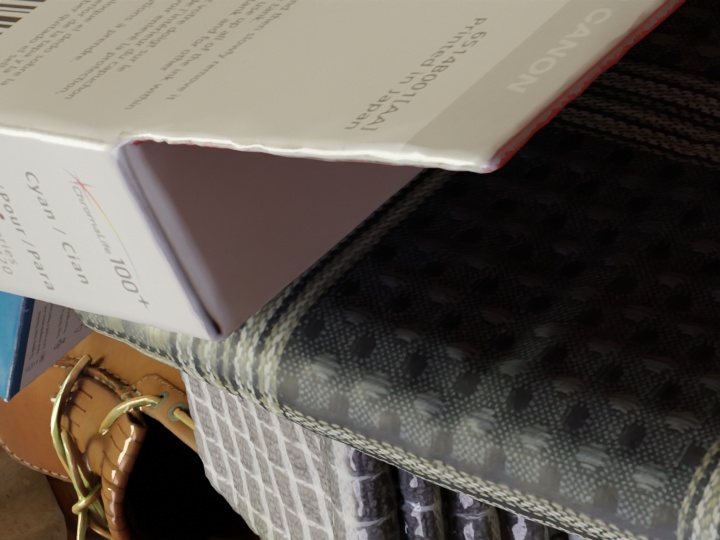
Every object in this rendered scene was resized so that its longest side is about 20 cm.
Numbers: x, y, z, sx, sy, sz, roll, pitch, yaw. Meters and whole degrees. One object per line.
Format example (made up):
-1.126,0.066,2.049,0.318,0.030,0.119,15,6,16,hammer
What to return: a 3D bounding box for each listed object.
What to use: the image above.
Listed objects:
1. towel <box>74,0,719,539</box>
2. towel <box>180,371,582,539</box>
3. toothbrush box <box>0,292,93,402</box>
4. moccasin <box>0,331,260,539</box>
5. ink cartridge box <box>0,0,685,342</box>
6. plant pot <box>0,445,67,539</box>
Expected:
0.079,-0.015,0.525,0.192,0.200,0.035,18,134,34,towel
0.000,0.000,0.711,0.166,0.086,0.200,35,139,59,towel
-0.138,-0.083,0.877,0.200,0.085,0.146,43,150,14,toothbrush box
-0.058,0.066,0.950,0.201,0.078,0.074,19,139,43,moccasin
0.033,-0.063,0.501,0.176,0.200,0.045,10,133,50,ink cartridge box
-0.218,0.112,1.139,0.183,0.200,0.201,-14,113,47,plant pot
